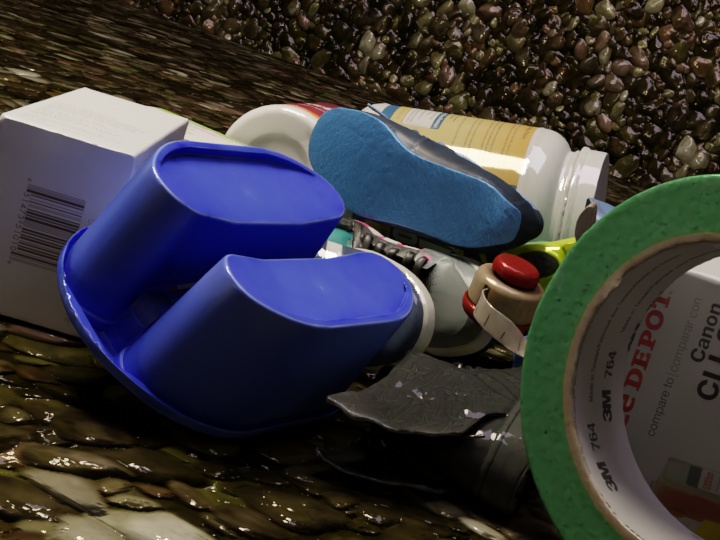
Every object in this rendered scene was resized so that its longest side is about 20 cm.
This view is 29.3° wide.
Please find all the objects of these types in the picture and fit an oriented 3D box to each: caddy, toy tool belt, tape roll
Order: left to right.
[{"bbox_3d":[-0.066,0.015,0.723,0.142,0.105,0.200,52,25,20],"label":"caddy"},{"bbox_3d":[0.175,0.001,0.852,0.199,0.123,0.125,18,22,-7],"label":"toy tool belt"},{"bbox_3d":[0.165,0.059,0.614,0.200,0.202,0.048,27,16,40],"label":"tape roll"}]

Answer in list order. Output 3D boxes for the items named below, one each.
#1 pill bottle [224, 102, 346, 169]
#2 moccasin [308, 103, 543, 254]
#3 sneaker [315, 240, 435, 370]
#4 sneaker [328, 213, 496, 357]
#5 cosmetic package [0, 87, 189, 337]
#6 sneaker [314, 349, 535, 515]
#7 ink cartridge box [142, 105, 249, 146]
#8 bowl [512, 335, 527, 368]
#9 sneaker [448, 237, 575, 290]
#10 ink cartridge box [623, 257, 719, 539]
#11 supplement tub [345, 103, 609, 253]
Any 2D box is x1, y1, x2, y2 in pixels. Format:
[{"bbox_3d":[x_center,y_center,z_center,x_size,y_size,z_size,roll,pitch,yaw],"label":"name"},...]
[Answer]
[{"bbox_3d":[-0.046,-0.095,1.249,0.114,0.115,0.200,19,11,12],"label":"pill bottle"},{"bbox_3d":[0.043,-0.055,0.981,0.068,0.081,0.200,7,23,-48],"label":"moccasin"},{"bbox_3d":[-0.049,0.006,0.854,0.199,0.075,0.084,21,4,33],"label":"sneaker"},{"bbox_3d":[0.000,0.000,0.939,0.120,0.084,0.200,15,3,-38],"label":"sneaker"},{"bbox_3d":[-0.167,-0.042,0.836,0.081,0.114,0.200,17,10,-3],"label":"cosmetic package"},{"bbox_3d":[0.053,0.072,0.737,0.104,0.060,0.200,22,20,11],"label":"sneaker"},{"bbox_3d":[-0.189,-0.085,1.090,0.147,0.076,0.200,25,12,34],"label":"ink cartridge box"},{"bbox_3d":[0.191,0.095,0.891,0.199,0.040,0.201,17,11,-3],"label":"bowl"},{"bbox_3d":[0.153,0.008,0.972,0.199,0.075,0.084,4,1,17],"label":"sneaker"},{"bbox_3d":[0.217,0.080,0.736,0.199,0.146,0.083,18,13,8],"label":"ink cartridge box"},{"bbox_3d":[0.087,-0.048,1.088,0.199,0.146,0.145,10,9,14],"label":"supplement tub"}]
